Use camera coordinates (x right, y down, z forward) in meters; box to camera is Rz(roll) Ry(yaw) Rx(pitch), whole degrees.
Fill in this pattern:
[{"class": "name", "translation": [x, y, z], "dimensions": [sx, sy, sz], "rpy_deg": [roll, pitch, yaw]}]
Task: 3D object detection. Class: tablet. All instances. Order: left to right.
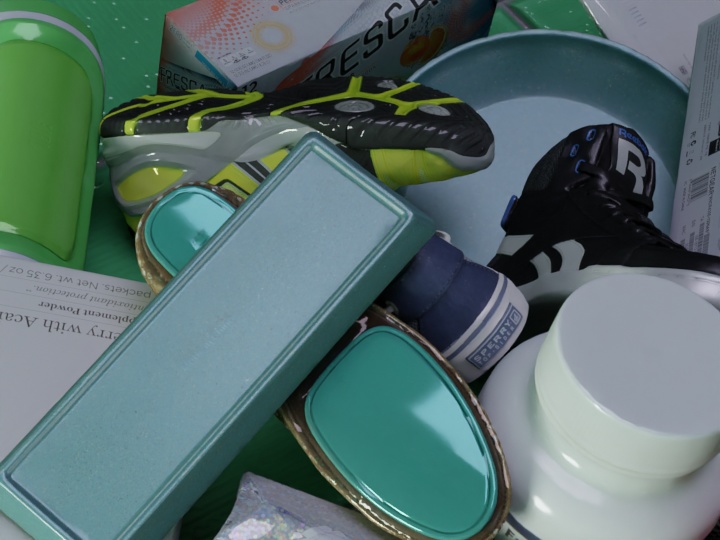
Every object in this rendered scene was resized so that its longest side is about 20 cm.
[{"class": "tablet", "translation": [0.207, -0.104, 1.114], "dimensions": [0.130, 0.014, 0.200], "rpy_deg": [-31, 87, -40]}]

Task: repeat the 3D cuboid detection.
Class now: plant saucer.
[{"class": "plant saucer", "translation": [-0.058, 0.031, 0.782], "dimensions": [0.070, 0.019, 0.200], "rpy_deg": [38, 74, 15]}, {"class": "plant saucer", "translation": [0.097, -0.032, 1.043], "dimensions": [0.199, 0.036, 0.201], "rpy_deg": [0, 64, 1]}]

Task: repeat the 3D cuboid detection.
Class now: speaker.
[{"class": "speaker", "translation": [-0.175, -0.042, 0.987], "dimensions": [0.088, 0.089, 0.200], "rpy_deg": [7, 48, -7]}]

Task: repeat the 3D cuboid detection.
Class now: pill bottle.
[{"class": "pill bottle", "translation": [0.092, 0.095, 0.847], "dimensions": [0.111, 0.200, 0.111], "rpy_deg": [9, 48, -10]}]

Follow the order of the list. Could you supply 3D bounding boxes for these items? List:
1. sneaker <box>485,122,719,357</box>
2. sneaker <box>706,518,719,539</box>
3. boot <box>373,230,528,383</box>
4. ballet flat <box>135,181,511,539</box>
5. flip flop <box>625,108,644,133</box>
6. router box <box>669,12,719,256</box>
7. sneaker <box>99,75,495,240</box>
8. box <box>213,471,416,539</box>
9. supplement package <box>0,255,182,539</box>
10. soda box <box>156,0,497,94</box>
[{"class": "sneaker", "translation": [0.119, -0.020, 0.911], "dimensions": [0.073, 0.200, 0.112], "rpy_deg": [28, 73, -24]}, {"class": "sneaker", "translation": [0.212, 0.152, 0.915], "dimensions": [0.200, 0.078, 0.091], "rpy_deg": [21, 52, 8]}, {"class": "boot", "translation": [0.000, 0.000, 0.912], "dimensions": [0.090, 0.200, 0.073], "rpy_deg": [42, 74, -15]}, {"class": "ballet flat", "translation": [-0.012, 0.041, 0.820], "dimensions": [0.070, 0.065, 0.200], "rpy_deg": [-40, 73, -9]}, {"class": "flip flop", "translation": [0.144, -0.088, 1.115], "dimensions": [0.199, 0.058, 0.081], "rpy_deg": [4, 49, -13]}, {"class": "router box", "translation": [0.235, -0.017, 1.017], "dimensions": [0.179, 0.049, 0.200], "rpy_deg": [41, 42, -26]}, {"class": "sneaker", "translation": [-0.030, -0.053, 1.015], "dimensions": [0.199, 0.077, 0.075], "rpy_deg": [-1, 20, 10]}, {"class": "box", "translation": [0.019, 0.189, 0.796], "dimensions": [0.199, 0.132, 0.115], "rpy_deg": [19, 47, 5]}, {"class": "supplement package", "translation": [-0.137, 0.110, 0.838], "dimensions": [0.121, 0.120, 0.200], "rpy_deg": [11, 48, -5]}, {"class": "soda box", "translation": [-0.015, -0.135, 1.118], "dimensions": [0.200, 0.064, 0.068], "rpy_deg": [-28, 60, -31]}]
